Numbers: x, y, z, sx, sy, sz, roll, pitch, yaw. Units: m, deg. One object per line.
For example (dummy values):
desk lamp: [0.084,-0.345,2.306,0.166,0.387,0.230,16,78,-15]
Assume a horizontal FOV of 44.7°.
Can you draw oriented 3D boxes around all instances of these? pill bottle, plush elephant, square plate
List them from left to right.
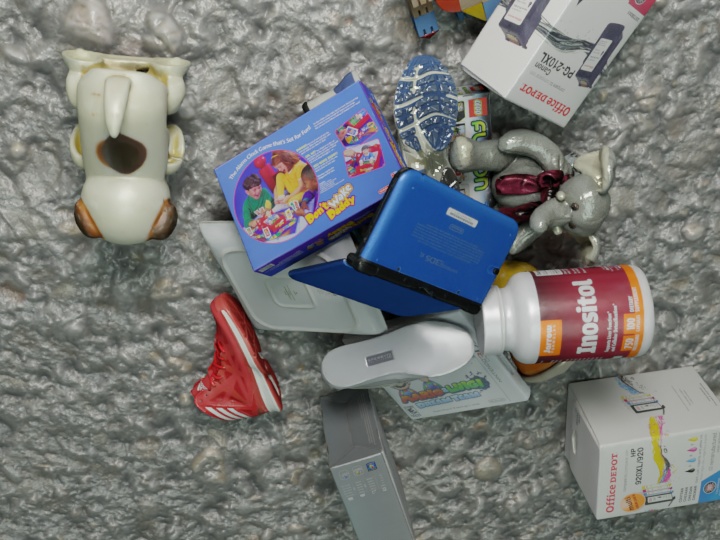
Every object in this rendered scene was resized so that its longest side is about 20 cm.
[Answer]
square plate: [-0.084,0.017,1.083,0.197,0.029,0.200,2,138,23]
plush elephant: [0.225,-0.084,1.047,0.199,0.155,0.165,-17,120,-19]
pill bottle: [0.242,0.055,1.064,0.199,0.113,0.113,-5,119,-1]

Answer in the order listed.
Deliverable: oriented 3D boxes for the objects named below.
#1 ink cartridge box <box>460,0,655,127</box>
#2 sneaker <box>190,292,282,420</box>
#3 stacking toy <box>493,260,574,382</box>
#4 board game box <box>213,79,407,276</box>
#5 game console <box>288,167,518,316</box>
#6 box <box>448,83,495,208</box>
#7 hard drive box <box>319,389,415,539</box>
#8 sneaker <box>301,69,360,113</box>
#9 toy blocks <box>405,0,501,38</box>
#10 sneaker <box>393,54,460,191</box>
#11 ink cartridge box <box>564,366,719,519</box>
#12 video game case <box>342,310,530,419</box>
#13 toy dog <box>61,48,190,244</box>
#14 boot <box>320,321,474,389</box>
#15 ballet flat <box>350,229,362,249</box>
ink cartridge box: [0.227,-0.276,0.980,0.144,0.084,0.200,9,121,-48]
sneaker: [-0.187,0.130,1.175,0.115,0.078,0.201,-20,118,1]
stacking toy: [0.210,0.039,1.172,0.200,0.146,0.146,43,105,-9]
board game box: [-0.052,-0.100,0.977,0.199,0.135,0.045,-28,163,15]
game console: [0.050,-0.023,0.987,0.199,0.118,0.171,20,100,-41]
box: [0.111,-0.126,1.104,0.109,0.035,0.201,-9,119,-4]
hard drive box: [0.012,0.291,1.247,0.076,0.156,0.201,-18,119,2]
sneaker: [-0.021,-0.131,1.064,0.115,0.081,0.200,-20,113,7]
toy blocks: [0.120,-0.336,0.969,0.199,0.100,0.137,-22,131,4]
sneaker: [0.068,-0.147,1.024,0.077,0.085,0.201,-3,96,-13]
ink cartridge box: [0.419,0.252,1.293,0.199,0.145,0.148,-8,120,-3]
video game case: [0.102,0.129,1.194,0.199,0.024,0.182,-17,125,38]
toy dog: [-0.251,-0.128,0.966,0.139,0.194,0.201,-3,113,-21]
boot: [0.051,0.112,1.143,0.199,0.096,0.074,-9,81,9]
ballet flat: [0.000,0.000,1.094,0.075,0.068,0.200,-39,119,11]
